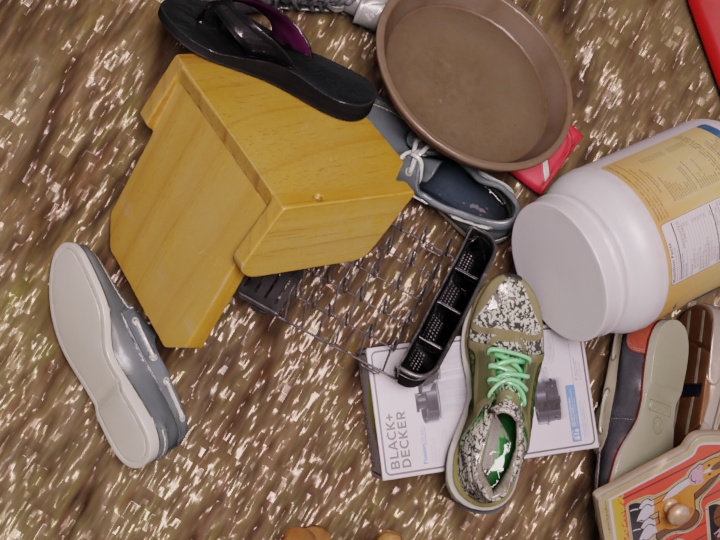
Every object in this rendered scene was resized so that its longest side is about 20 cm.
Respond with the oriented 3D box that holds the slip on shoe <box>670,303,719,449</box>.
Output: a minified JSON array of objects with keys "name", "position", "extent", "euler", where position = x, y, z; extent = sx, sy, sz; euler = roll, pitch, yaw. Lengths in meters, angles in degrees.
[{"name":"slip on shoe","position":[0.311,0.134,0.983],"extent":[0.060,0.076,0.203],"euler":[18,78,-23]}]

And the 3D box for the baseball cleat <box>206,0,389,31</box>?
[{"name":"baseball cleat","position":[-0.035,-0.254,0.966],"extent":[0.198,0.070,0.108],"euler":[-28,89,-9]}]

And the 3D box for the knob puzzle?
[{"name":"knob puzzle","position":[0.305,0.222,0.937],"extent":[0.216,0.030,0.223],"euler":[-10,118,-18]}]

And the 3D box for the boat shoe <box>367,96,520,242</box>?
[{"name":"boat shoe","position":[0.061,-0.097,0.961],"extent":[0.199,0.062,0.073],"euler":[37,81,-4]}]

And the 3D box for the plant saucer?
[{"name":"plant saucer","position":[0.100,-0.172,0.961],"extent":[0.197,0.029,0.203],"euler":[11,61,-21]}]

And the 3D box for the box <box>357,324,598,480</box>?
[{"name":"box","position":[0.102,0.114,0.956],"extent":[0.197,0.060,0.119],"euler":[-6,86,-8]}]

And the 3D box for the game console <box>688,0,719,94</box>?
[{"name":"game console","position":[0.434,-0.213,1.054],"extent":[0.170,0.118,0.203],"euler":[-21,87,22]}]

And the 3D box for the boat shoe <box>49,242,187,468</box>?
[{"name":"boat shoe","position":[-0.208,0.068,0.929],"extent":[0.061,0.072,0.202],"euler":[-14,77,-52]}]

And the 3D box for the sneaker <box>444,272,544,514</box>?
[{"name":"sneaker","position":[0.121,0.102,0.885],"extent":[0.076,0.089,0.203],"euler":[8,83,-7]}]

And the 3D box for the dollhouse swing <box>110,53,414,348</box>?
[{"name":"dollhouse swing","position":[-0.092,-0.053,0.912],"extent":[0.180,0.177,0.201],"euler":[-9,46,-36]}]

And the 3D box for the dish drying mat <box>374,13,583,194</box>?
[{"name":"dish drying mat","position":[0.112,-0.161,1.004],"extent":[0.199,0.018,0.077],"euler":[39,82,-3]}]

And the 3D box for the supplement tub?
[{"name":"supplement tub","position":[0.244,-0.034,0.929],"extent":[0.198,0.144,0.146],"euler":[-23,88,-23]}]

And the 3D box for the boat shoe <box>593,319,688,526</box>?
[{"name":"boat shoe","position":[0.240,0.138,0.964],"extent":[0.071,0.062,0.203],"euler":[24,75,-35]}]

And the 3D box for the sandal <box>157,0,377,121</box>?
[{"name":"sandal","position":[-0.073,-0.193,0.906],"extent":[0.198,0.076,0.048],"euler":[25,127,1]}]

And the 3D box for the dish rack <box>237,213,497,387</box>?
[{"name":"dish rack","position":[0.000,0.000,0.922],"extent":[0.198,0.055,0.154],"euler":[27,60,8]}]

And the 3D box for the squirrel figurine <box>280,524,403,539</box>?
[{"name":"squirrel figurine","position":[-0.046,0.313,0.883],"extent":[0.183,0.142,0.203],"euler":[-8,83,-2]}]
